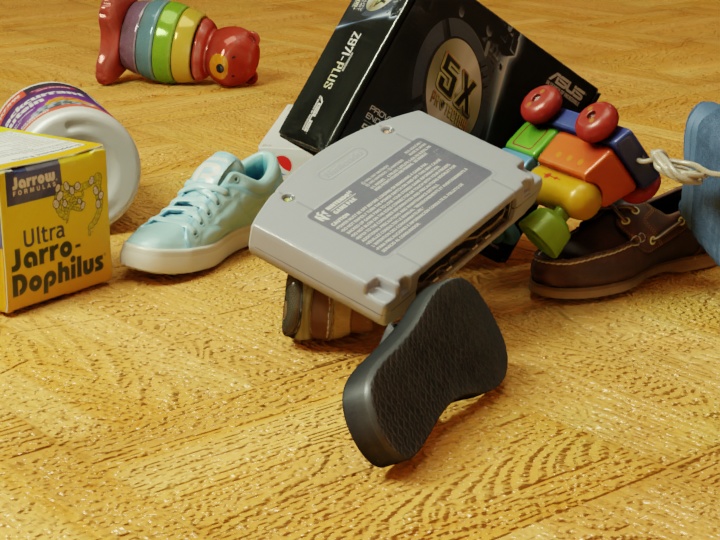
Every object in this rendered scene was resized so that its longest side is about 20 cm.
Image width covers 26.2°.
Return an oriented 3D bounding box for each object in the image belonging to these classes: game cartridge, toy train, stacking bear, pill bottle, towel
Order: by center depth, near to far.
[{"bbox_3d":[0.021,-0.044,1.080,0.133,0.041,0.200,32,44,22],"label":"game cartridge"},{"bbox_3d":[0.287,-0.035,1.098,0.048,0.112,0.200,-11,35,-9],"label":"towel"},{"bbox_3d":[0.164,-0.056,1.134,0.116,0.085,0.200,-47,33,-9],"label":"toy train"},{"bbox_3d":[-0.272,-0.109,1.396,0.111,0.112,0.200,-6,18,-20],"label":"pill bottle"},{"bbox_3d":[-0.227,-0.290,2.005,0.199,0.122,0.114,13,26,9],"label":"stacking bear"}]

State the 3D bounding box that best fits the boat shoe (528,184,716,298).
[{"bbox_3d":[0.209,-0.028,1.209,0.200,0.071,0.070,-16,26,-38],"label":"boat shoe"}]

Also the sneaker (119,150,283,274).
[{"bbox_3d":[-0.130,-0.054,1.269,0.074,0.082,0.200,8,19,26],"label":"sneaker"}]

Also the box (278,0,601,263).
[{"bbox_3d":[0.065,-0.125,1.228,0.200,0.164,0.086,30,-1,-32],"label":"box"}]

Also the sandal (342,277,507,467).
[{"bbox_3d":[0.034,0.057,0.940,0.043,0.076,0.200,-21,4,31],"label":"sandal"}]

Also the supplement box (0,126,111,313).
[{"bbox_3d":[-0.302,-0.048,1.205,0.200,0.110,0.109,12,21,36],"label":"supplement box"}]

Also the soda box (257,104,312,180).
[{"bbox_3d":[-0.051,-0.108,1.477,0.068,0.064,0.200,2,18,5],"label":"soda box"}]

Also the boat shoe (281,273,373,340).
[{"bbox_3d":[0.000,0.000,1.128,0.074,0.076,0.200,9,27,10],"label":"boat shoe"}]
